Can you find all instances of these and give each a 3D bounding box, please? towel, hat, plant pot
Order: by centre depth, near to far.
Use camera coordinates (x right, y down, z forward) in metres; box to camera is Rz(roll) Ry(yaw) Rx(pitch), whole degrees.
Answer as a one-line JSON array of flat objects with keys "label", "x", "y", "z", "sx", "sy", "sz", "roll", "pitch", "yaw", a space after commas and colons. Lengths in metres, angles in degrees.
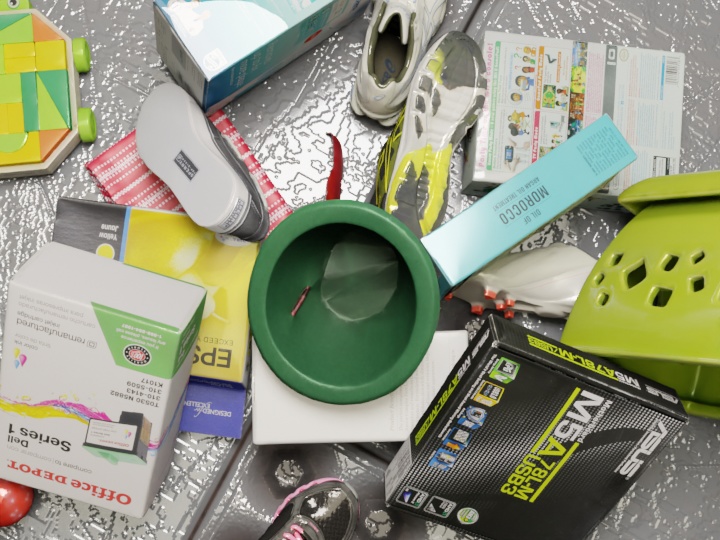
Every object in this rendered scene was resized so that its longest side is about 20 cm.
[{"label": "plant pot", "x": 0.324, "y": 0.023, "z": 0.817, "sx": 0.199, "sy": 0.198, "sz": 0.183, "roll": 27, "pitch": 75, "yaw": -30}, {"label": "hat", "x": 0.000, "y": 0.000, "z": 0.864, "sx": 0.164, "sy": 0.176, "sz": 0.202, "roll": 19, "pitch": 104, "yaw": 5}, {"label": "towel", "x": -0.154, "y": -0.061, "z": 0.907, "sx": 0.144, "sy": 0.022, "sz": 0.201, "roll": -35, "pitch": 87, "yaw": -7}]

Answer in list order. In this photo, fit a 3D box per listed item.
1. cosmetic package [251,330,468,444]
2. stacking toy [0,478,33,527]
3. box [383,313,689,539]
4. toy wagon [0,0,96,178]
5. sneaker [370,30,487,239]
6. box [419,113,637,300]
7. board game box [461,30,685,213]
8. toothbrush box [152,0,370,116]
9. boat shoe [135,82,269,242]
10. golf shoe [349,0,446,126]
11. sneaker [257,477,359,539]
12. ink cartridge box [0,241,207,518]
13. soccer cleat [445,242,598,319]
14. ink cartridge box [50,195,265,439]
[{"label": "cosmetic package", "x": 0.000, "y": 0.107, "z": 0.875, "sx": 0.197, "sy": 0.074, "sz": 0.103, "roll": 0, "pitch": 84, "yaw": -2}, {"label": "stacking toy", "x": -0.390, "y": 0.230, "z": 0.838, "sx": 0.198, "sy": 0.085, "sz": 0.086, "roll": -18, "pitch": 85, "yaw": -10}, {"label": "box", "x": 0.147, "y": 0.155, "z": 0.820, "sx": 0.192, "sy": 0.048, "sz": 0.201, "roll": 24, "pitch": 118, "yaw": -13}, {"label": "toy wagon", "x": -0.337, "y": -0.190, "z": 0.900, "sx": 0.153, "sy": 0.040, "sz": 0.203, "roll": -6, "pitch": 85, "yaw": -4}, {"label": "sneaker", "x": 0.053, "y": -0.129, "z": 0.887, "sx": 0.074, "sy": 0.084, "sz": 0.202, "roll": 20, "pitch": 88, "yaw": -27}, {"label": "box", "x": 0.140, "y": -0.054, "z": 0.828, "sx": 0.199, "sy": 0.082, "sz": 0.049, "roll": -34, "pitch": 83, "yaw": -9}, {"label": "board game box", "x": 0.205, "y": -0.141, "z": 0.917, "sx": 0.197, "sy": 0.064, "sz": 0.149, "roll": 6, "pitch": 83, "yaw": -4}, {"label": "toothbrush box", "x": -0.083, "y": -0.239, "z": 0.857, "sx": 0.199, "sy": 0.146, "sz": 0.086, "roll": -37, "pitch": 94, "yaw": -12}, {"label": "boat shoe", "x": -0.140, "y": -0.096, "z": 0.853, "sx": 0.072, "sy": 0.068, "sz": 0.200, "roll": -49, "pitch": 51, "yaw": 9}, {"label": "golf shoe", "x": 0.043, "y": -0.243, "z": 0.901, "sx": 0.077, "sy": 0.097, "sz": 0.202, "roll": 11, "pitch": 82, "yaw": -1}, {"label": "sneaker", "x": -0.077, "y": 0.267, "z": 0.842, "sx": 0.200, "sy": 0.095, "sz": 0.079, "roll": -42, "pitch": 86, "yaw": -8}, {"label": "ink cartridge box", "x": -0.226, "y": 0.097, "z": 0.808, "sx": 0.143, "sy": 0.084, "sz": 0.202, "roll": 16, "pitch": 117, "yaw": -1}, {"label": "soccer cleat", "x": 0.162, "y": 0.006, "z": 0.902, "sx": 0.198, "sy": 0.069, "sz": 0.078, "roll": 12, "pitch": 70, "yaw": -4}, {"label": "ink cartridge box", "x": -0.194, "y": 0.044, "z": 0.866, "sx": 0.195, "sy": 0.047, "sz": 0.203, "roll": 7, "pitch": 87, "yaw": 3}]
